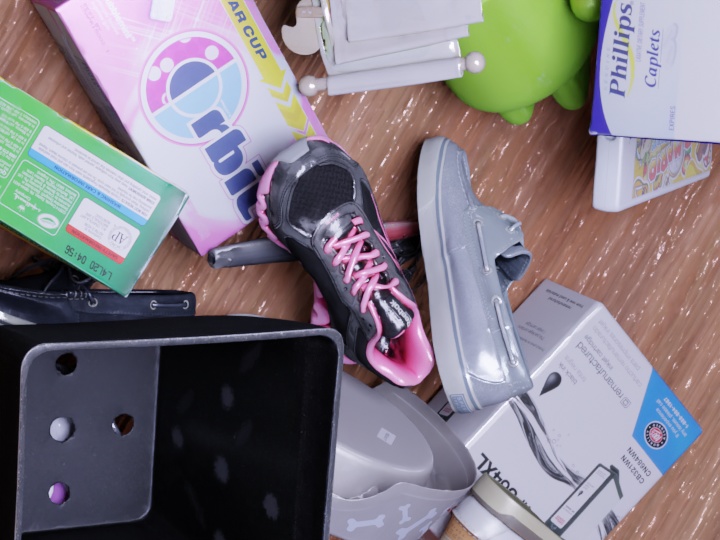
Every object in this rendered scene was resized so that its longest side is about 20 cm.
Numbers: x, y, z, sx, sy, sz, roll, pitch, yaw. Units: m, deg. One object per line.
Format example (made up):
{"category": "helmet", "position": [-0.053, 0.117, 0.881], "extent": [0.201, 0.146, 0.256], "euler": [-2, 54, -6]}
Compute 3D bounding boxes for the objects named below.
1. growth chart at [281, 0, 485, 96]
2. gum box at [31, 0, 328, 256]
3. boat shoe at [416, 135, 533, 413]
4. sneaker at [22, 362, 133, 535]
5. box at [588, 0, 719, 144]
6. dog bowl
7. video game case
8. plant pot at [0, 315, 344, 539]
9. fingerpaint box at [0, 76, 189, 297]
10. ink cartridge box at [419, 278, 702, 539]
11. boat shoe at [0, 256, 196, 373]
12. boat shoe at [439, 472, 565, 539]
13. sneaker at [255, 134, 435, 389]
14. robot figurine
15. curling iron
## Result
{"category": "growth chart", "position": [0.017, -0.208, 1.277], "extent": [0.018, 0.144, 0.202], "euler": [-14, 107, -67]}
{"category": "gum box", "position": [-0.114, -0.127, 1.315], "extent": [0.113, 0.066, 0.201], "euler": [-35, 114, -13]}
{"category": "boat shoe", "position": [0.082, -0.002, 1.385], "extent": [0.071, 0.202, 0.070], "euler": [-11, 154, 10]}
{"category": "sneaker", "position": [-0.191, 0.156, 1.339], "extent": [0.139, 0.078, 0.202], "euler": [3, 101, -25]}
{"category": "box", "position": [0.236, -0.178, 1.323], "extent": [0.200, 0.104, 0.186], "euler": [-14, 110, -61]}
{"category": "dog bowl", "position": [-0.023, 0.108, 1.347], "extent": [0.199, 0.200, 0.059], "euler": [23, 107, -28]}
{"category": "video game case", "position": [0.211, -0.144, 1.425], "extent": [0.200, 0.023, 0.184], "euler": [-20, 115, -61]}
{"category": "plant pot", "position": [-0.143, 0.116, 1.218], "extent": [0.199, 0.177, 0.201], "euler": [-2, 103, -30]}
{"category": "fingerpaint box", "position": [-0.205, -0.066, 1.199], "extent": [0.199, 0.167, 0.074], "euler": [32, 88, -7]}
{"category": "ink cartridge box", "position": [0.125, 0.132, 1.477], "extent": [0.200, 0.084, 0.146], "euler": [-47, 117, -9]}
{"category": "boat shoe", "position": [-0.190, 0.019, 1.313], "extent": [0.199, 0.074, 0.063], "euler": [15, 89, -31]}
{"category": "boat shoe", "position": [0.130, 0.222, 1.420], "extent": [0.200, 0.075, 0.068], "euler": [42, 90, -22]}
{"category": "sneaker", "position": [0.000, 0.000, 1.317], "extent": [0.079, 0.095, 0.201], "euler": [-36, 134, -13]}
{"category": "robot figurine", "position": [0.083, -0.186, 1.354], "extent": [0.200, 0.174, 0.116], "euler": [50, 39, -40]}
{"category": "curling iron", "position": [-0.021, -0.010, 1.376], "extent": [0.199, 0.025, 0.050], "euler": [-1, 96, -45]}
